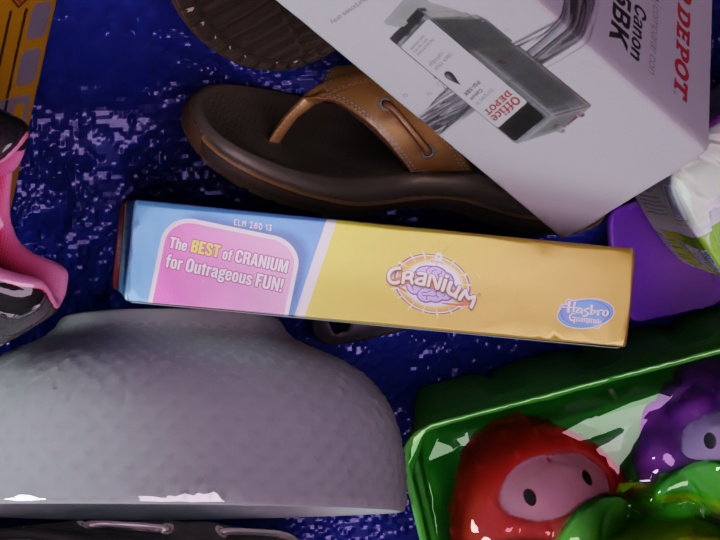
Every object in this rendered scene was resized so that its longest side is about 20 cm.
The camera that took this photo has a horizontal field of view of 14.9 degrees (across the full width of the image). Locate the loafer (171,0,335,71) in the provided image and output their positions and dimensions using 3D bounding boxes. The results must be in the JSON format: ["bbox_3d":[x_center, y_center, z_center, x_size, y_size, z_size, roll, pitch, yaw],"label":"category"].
[{"bbox_3d":[-0.063,-0.160,1.120,0.076,0.068,0.200,-22,135,17],"label":"loafer"}]

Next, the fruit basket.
[{"bbox_3d":[0.128,0.118,1.197,0.215,0.216,0.156,-15,112,-5],"label":"fruit basket"}]

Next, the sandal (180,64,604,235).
[{"bbox_3d":[0.019,-0.059,1.173,0.200,0.080,0.054,8,119,-20],"label":"sandal"}]

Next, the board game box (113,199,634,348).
[{"bbox_3d":[0.000,0.000,1.142,0.199,0.153,0.040,5,91,-7],"label":"board game box"}]

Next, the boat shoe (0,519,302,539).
[{"bbox_3d":[-0.101,0.142,1.200,0.199,0.057,0.067,4,104,-8],"label":"boat shoe"}]

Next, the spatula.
[{"bbox_3d":[0.075,0.006,1.239,0.199,0.021,0.057,-12,97,-3],"label":"spatula"}]

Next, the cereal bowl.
[{"bbox_3d":[-0.080,0.061,1.151,0.200,0.200,0.084,1,84,-11],"label":"cereal bowl"}]

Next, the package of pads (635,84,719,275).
[{"bbox_3d":[0.211,-0.074,1.164,0.200,0.155,0.068,-33,93,-1],"label":"package of pads"}]

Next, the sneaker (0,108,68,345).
[{"bbox_3d":[-0.173,-0.056,1.049,0.095,0.079,0.200,-19,99,20],"label":"sneaker"}]

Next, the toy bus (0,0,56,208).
[{"bbox_3d":[-0.169,-0.093,1.119,0.065,0.078,0.200,21,109,20],"label":"toy bus"}]

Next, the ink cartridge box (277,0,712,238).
[{"bbox_3d":[0.049,-0.132,1.097,0.083,0.147,0.200,-32,124,34],"label":"ink cartridge box"}]
